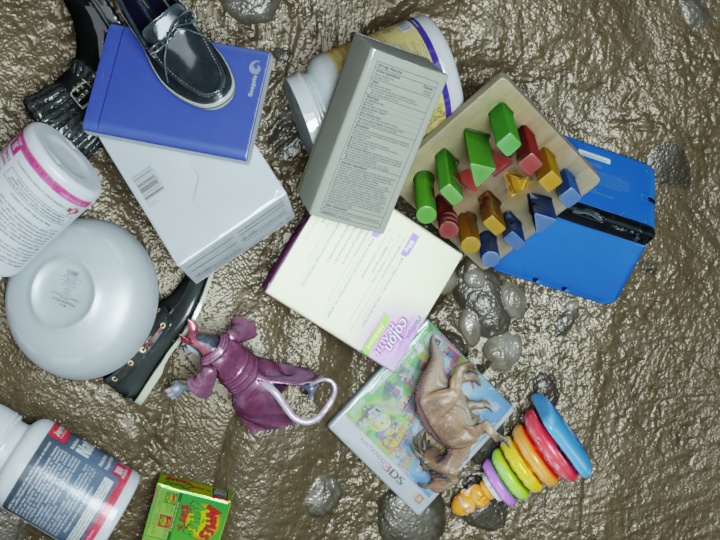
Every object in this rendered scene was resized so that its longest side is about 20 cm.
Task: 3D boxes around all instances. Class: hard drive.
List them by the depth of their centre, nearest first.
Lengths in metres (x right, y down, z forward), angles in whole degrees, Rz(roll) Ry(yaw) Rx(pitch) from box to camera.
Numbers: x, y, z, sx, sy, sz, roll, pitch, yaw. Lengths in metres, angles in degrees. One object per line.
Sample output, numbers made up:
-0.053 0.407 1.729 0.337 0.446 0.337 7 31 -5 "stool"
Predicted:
-0.211 -0.206 1.077 0.196 0.025 0.135 11 78 5 "hard drive"

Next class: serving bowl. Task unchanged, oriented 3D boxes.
-0.351 0.031 1.136 0.196 0.066 0.205 -1 82 7 "serving bowl"

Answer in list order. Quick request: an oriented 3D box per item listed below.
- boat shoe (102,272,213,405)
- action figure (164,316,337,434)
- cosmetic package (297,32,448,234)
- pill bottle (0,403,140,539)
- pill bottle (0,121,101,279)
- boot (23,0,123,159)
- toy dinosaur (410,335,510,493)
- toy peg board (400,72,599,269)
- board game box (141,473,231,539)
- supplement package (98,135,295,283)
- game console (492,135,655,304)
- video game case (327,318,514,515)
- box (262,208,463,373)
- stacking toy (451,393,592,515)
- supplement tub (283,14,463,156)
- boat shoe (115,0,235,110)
-0.255 0.072 1.181 0.063 0.074 0.203 33 94 -17 "boat shoe"
-0.152 0.135 1.162 0.200 0.148 0.135 41 74 -34 "action figure"
0.010 -0.155 1.067 0.102 0.073 0.203 14 111 -25 "cosmetic package"
-0.388 0.257 1.152 0.198 0.120 0.121 34 89 -10 "pill bottle"
-0.410 -0.066 1.082 0.199 0.113 0.114 -41 99 8 "pill bottle"
-0.353 -0.251 1.138 0.156 0.079 0.213 -31 99 -5 "boot"
0.109 0.196 1.223 0.133 0.086 0.203 -24 92 2 "toy dinosaur"
0.167 -0.095 1.144 0.199 0.099 0.198 -38 117 25 "toy peg board"
-0.245 0.382 1.220 0.100 0.048 0.204 16 92 -10 "board game box"
-0.199 -0.117 1.129 0.154 0.111 0.202 -33 79 -4 "supplement package"
0.293 -0.075 1.281 0.196 0.119 0.174 17 61 -10 "game console"
0.084 0.201 1.269 0.182 0.022 0.200 44 87 -9 "video game case"
0.000 0.000 1.203 0.198 0.097 0.178 31 89 -9 "box"
0.206 0.275 1.263 0.199 0.116 0.110 -37 100 7 "stacking toy"
0.016 -0.219 1.164 0.197 0.145 0.148 -23 97 -6 "supplement tub"
-0.215 -0.264 1.046 0.074 0.062 0.201 -36 80 -8 "boat shoe"
